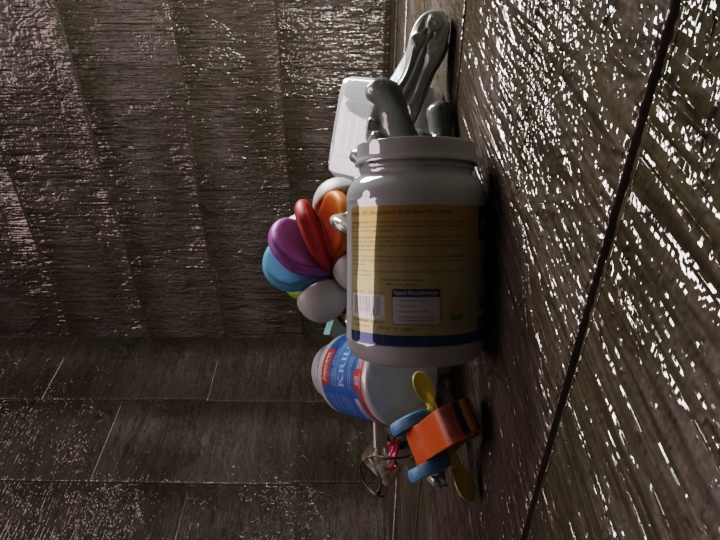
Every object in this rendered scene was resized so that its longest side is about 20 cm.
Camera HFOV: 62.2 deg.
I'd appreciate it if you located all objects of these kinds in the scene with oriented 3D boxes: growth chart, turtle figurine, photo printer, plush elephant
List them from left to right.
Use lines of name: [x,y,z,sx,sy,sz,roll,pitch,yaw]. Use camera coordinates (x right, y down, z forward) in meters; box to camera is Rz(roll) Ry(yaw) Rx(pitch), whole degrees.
photo printer: [0.042,-0.218,0.958,0.068,0.196,0.173,0,-76,-47]
plush elephant: [0.040,-0.119,0.778,0.162,0.152,0.207,-10,-95,-50]
growth chart: [0.071,0.239,0.933,0.199,0.017,0.149,35,-130,-47]
turtle figurine: [0.080,0.208,0.829,0.200,0.097,0.156,22,-106,-81]

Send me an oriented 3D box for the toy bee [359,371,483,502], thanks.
toy bee: [0.081,0.177,0.657,0.198,0.106,0.136,-17,86,59]

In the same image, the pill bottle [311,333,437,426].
pill bottle: [0.007,0.140,0.800,0.198,0.109,0.117,-13,75,61]

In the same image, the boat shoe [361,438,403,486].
boat shoe: [0.073,0.279,1.000,0.066,0.072,0.199,52,-145,1]

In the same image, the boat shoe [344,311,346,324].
boat shoe: [0.000,0.000,0.966,0.073,0.061,0.207,-16,60,59]

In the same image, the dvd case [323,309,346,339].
dvd case: [0.030,0.082,1.098,0.022,0.197,0.150,-1,65,49]

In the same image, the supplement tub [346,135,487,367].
supplement tub: [0.054,-0.019,0.589,0.144,0.139,0.208,-87,-3,-87]

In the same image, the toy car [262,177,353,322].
toy car: [-0.067,-0.036,0.881,0.148,0.199,0.179,14,-134,-49]

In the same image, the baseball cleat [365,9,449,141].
baseball cleat: [0.075,-0.261,0.847,0.203,0.069,0.106,-59,-8,23]

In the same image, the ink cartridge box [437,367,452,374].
ink cartridge box: [0.076,0.017,0.844,0.202,0.042,0.178,-90,-19,-60]
